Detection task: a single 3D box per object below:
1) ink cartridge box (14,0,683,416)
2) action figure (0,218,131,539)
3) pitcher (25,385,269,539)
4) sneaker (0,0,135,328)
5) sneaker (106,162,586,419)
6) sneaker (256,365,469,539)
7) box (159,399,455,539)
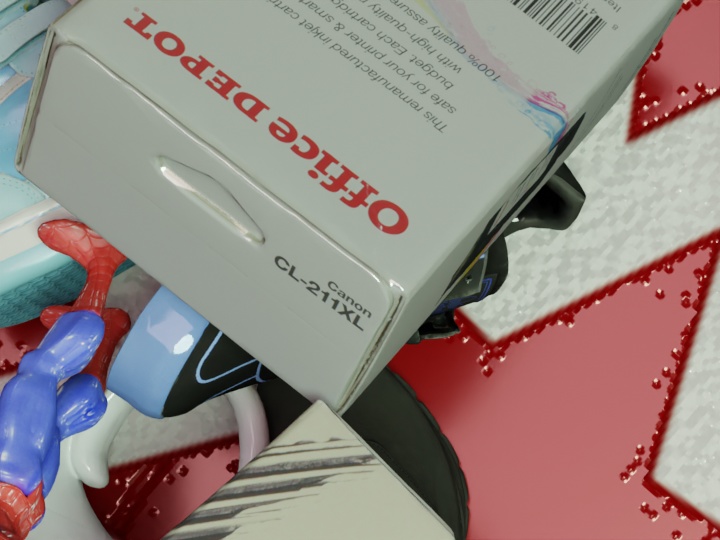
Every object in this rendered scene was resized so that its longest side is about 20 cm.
[{"bbox_3d":[-0.001,-0.070,0.812,0.146,0.083,0.200,38,53,7],"label":"ink cartridge box"},{"bbox_3d":[-0.141,0.066,0.787,0.099,0.065,0.200,5,41,3],"label":"action figure"},{"bbox_3d":[-0.093,0.138,0.851,0.171,0.121,0.200,-24,70,7],"label":"pitcher"},{"bbox_3d":[-0.090,-0.077,0.902,0.200,0.080,0.131,-27,75,-6],"label":"sneaker"},{"bbox_3d":[0.000,0.000,0.856,0.078,0.070,0.200,42,61,13],"label":"sneaker"},{"bbox_3d":[0.011,0.114,0.858,0.076,0.091,0.201,-22,79,3],"label":"sneaker"},{"bbox_3d":[-0.064,0.138,0.755,0.200,0.082,0.068,-41,78,-20],"label":"box"}]
